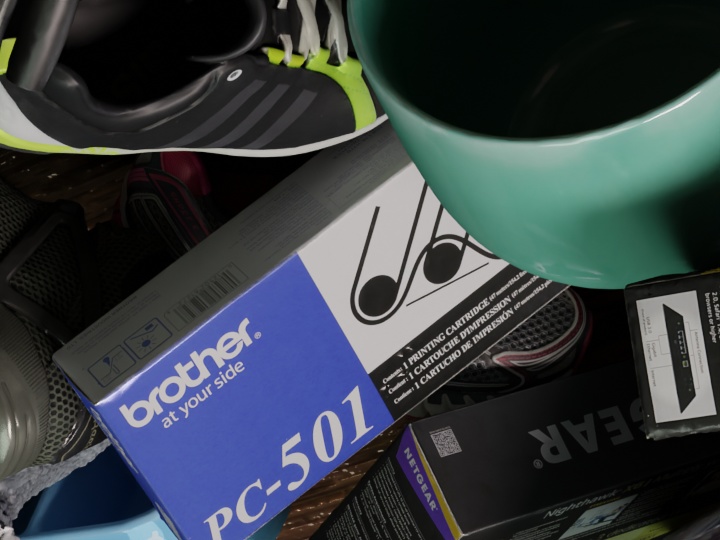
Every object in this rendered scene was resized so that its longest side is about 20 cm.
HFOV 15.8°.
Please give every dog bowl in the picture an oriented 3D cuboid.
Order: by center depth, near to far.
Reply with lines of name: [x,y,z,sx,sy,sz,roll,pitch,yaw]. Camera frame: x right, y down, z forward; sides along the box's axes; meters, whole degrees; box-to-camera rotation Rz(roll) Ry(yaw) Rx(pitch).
dog bowl: [-0.129,0.107,1.199,0.199,0.112,0.050,-10,128,26]

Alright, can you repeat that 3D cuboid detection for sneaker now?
sneaker: [-0.042,-0.072,0.870,0.199,0.072,0.083,-13,-178,-32]
sneaker: [-0.146,-0.012,1.005,0.114,0.200,0.076,-10,147,-46]
sneaker: [0.000,0.000,1.034,0.199,0.081,0.075,17,143,-11]

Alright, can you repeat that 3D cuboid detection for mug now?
mug: [0.100,-0.072,0.843,0.184,0.153,0.115,-5,146,19]

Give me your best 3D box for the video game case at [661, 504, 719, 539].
video game case: [0.178,0.091,0.996,0.181,0.036,0.200,-31,173,19]

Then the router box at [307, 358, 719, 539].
router box: [0.081,0.096,1.089,0.199,0.052,0.157,-14,157,-31]

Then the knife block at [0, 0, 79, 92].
knife block: [-0.085,-0.148,0.739,0.200,0.064,0.176,-36,135,-11]

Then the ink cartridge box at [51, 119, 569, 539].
ink cartridge box: [-0.007,0.011,0.961,0.200,0.044,0.094,-38,128,-10]

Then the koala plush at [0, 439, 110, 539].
koala plush: [-0.187,0.086,1.094,0.183,0.201,0.177,32,139,-30]

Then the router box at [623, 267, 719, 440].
router box: [0.187,0.015,0.823,0.149,0.051,0.200,-10,176,25]
